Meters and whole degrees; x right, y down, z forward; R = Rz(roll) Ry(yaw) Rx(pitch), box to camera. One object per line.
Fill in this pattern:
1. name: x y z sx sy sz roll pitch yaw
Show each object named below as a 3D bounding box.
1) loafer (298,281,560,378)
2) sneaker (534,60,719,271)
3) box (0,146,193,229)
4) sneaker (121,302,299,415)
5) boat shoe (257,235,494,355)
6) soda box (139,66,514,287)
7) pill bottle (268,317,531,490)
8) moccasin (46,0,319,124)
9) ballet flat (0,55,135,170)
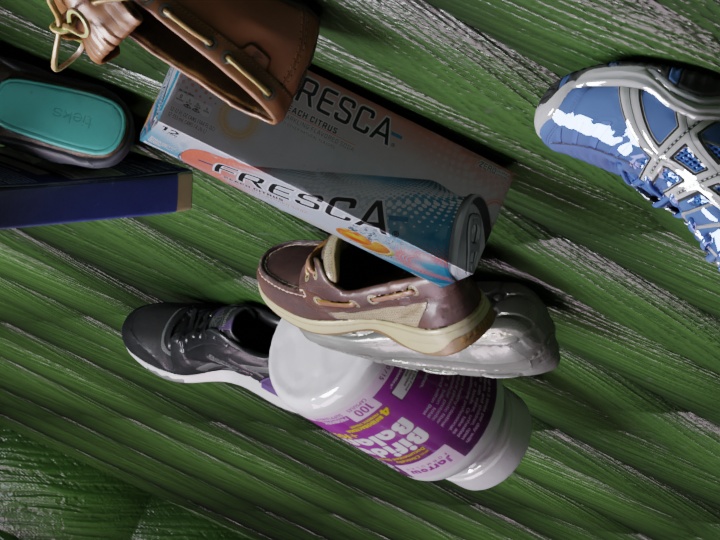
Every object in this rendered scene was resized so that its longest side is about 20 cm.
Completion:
1. loafer: 0.044 0.043 1.758 0.200 0.070 0.070 6 142 38
2. sneaker: 0.168 -0.042 1.213 0.200 0.077 0.076 18 168 26
3. box: -0.225 -0.056 1.683 0.200 0.032 0.121 -5 -165 -38
4. sneaker: -0.111 0.050 2.128 0.200 0.076 0.088 13 150 22
5. boat shoe: 0.000 0.000 1.700 0.200 0.072 0.072 17 142 47
6. soda box: -0.019 -0.064 1.452 0.200 0.068 0.064 25 167 -10
7. pill bottle: 0.035 0.089 1.904 0.112 0.112 0.200 8 161 48
8. moccasin: -0.123 -0.134 1.320 0.201 0.078 0.074 26 167 -16
9. ballet flat: -0.240 -0.110 1.648 0.200 0.073 0.073 19 168 -3
